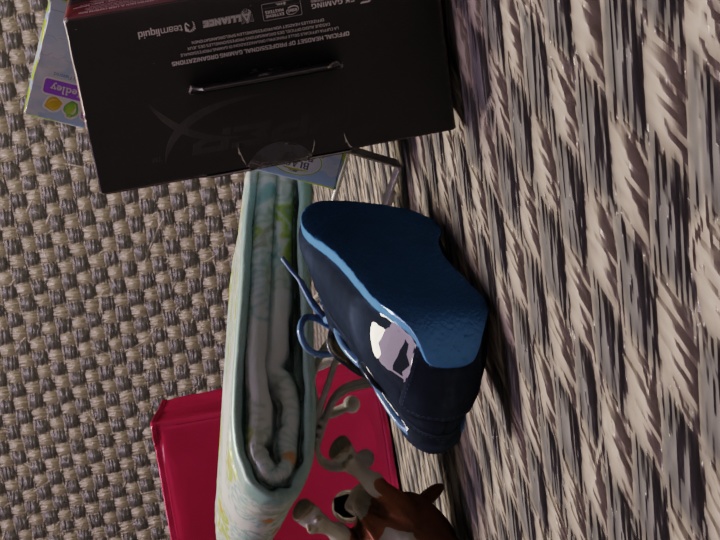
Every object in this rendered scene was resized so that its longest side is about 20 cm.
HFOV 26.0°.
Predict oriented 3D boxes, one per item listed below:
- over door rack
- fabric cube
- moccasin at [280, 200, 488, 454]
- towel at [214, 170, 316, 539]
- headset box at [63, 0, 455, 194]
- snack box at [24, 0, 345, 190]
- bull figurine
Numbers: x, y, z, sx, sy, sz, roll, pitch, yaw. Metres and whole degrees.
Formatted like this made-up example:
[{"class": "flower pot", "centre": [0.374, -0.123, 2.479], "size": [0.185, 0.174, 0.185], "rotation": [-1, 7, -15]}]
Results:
[{"class": "over door rack", "centre": [0.000, 0.000, 0.948], "size": [0.148, 0.066, 0.202], "rotation": [-110, 25, -66]}, {"class": "fabric cube", "centre": [-0.069, 0.200, 1.387], "size": [0.200, 0.197, 0.199], "rotation": [-156, 57, -85]}, {"class": "moccasin", "centre": [0.005, 0.020, 0.708], "size": [0.200, 0.079, 0.069], "rotation": [-109, 21, -70]}, {"class": "towel", "centre": [-0.054, 0.055, 0.904], "size": [0.171, 0.048, 0.202], "rotation": [108, 166, -67]}, {"class": "headset box", "centre": [-0.046, -0.103, 0.672], "size": [0.200, 0.147, 0.076], "rotation": [-108, 8, -67]}, {"class": "snack box", "centre": [-0.095, -0.119, 0.874], "size": [0.200, 0.167, 0.068], "rotation": [-111, 36, -71]}, {"class": "bull figurine", "centre": [0.021, 0.165, 0.855], "size": [0.121, 0.065, 0.201], "rotation": [40, -167, -35]}]
